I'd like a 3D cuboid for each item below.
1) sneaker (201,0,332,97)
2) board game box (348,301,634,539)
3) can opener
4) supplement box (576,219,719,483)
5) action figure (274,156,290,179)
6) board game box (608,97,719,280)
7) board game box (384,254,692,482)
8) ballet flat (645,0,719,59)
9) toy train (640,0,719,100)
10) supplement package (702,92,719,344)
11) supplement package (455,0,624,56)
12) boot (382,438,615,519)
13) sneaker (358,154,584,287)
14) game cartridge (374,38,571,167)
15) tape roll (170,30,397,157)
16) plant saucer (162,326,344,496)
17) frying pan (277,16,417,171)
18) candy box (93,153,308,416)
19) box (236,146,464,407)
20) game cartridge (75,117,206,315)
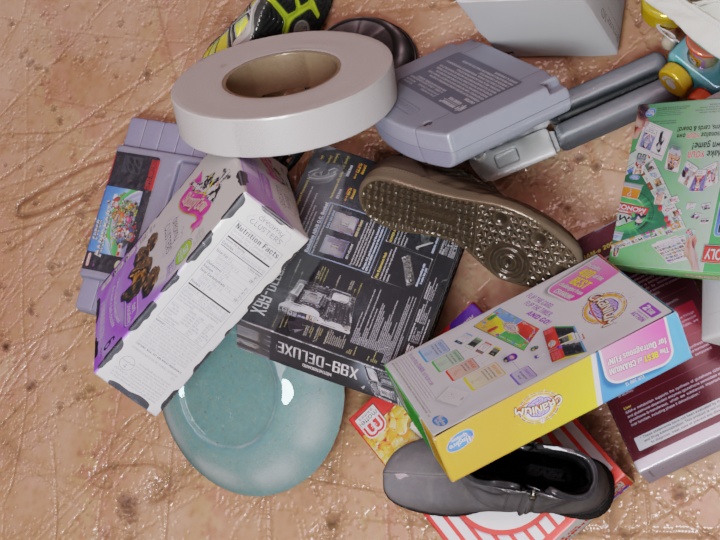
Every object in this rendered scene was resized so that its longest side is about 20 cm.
[{"bbox_3d":[-0.105,-0.228,1.371,0.201,0.075,0.076,-51,42,-10],"label":"sneaker"},{"bbox_3d":[0.108,0.152,1.189,0.151,0.046,0.200,-44,65,4],"label":"board game box"},{"bbox_3d":[0.182,-0.136,1.242,0.198,0.066,0.053,-21,69,8],"label":"can opener"},{"bbox_3d":[0.239,0.058,1.160,0.108,0.061,0.202,-26,67,12],"label":"supplement box"},{"bbox_3d":[-0.073,-0.010,1.298,0.129,0.069,0.202,-22,71,5],"label":"action figure"},{"bbox_3d":[0.268,-0.061,1.060,0.199,0.029,0.137,8,86,63],"label":"board game box"},{"bbox_3d":[0.129,0.068,1.067,0.198,0.153,0.041,-27,111,-4],"label":"board game box"},{"bbox_3d":[0.276,-0.227,1.138,0.200,0.069,0.070,41,91,25],"label":"ballet flat"},{"bbox_3d":[0.314,-0.233,1.203,0.148,0.056,0.203,-9,67,7],"label":"toy train"},{"bbox_3d":[0.346,-0.044,1.085,0.121,0.118,0.203,-26,57,60],"label":"supplement package"},{"bbox_3d":[0.173,-0.307,1.257,0.118,0.121,0.203,3,76,27],"label":"supplement package"},{"bbox_3d":[0.095,0.153,1.095,0.197,0.132,0.071,-4,74,20],"label":"boot"},{"bbox_3d":[0.100,-0.053,1.181,0.198,0.071,0.076,23,38,10],"label":"sneaker"},{"bbox_3d":[0.081,-0.146,1.218,0.132,0.041,0.200,-22,25,-11],"label":"game cartridge"},{"bbox_3d":[-0.067,-0.157,1.229,0.200,0.037,0.204,-8,29,4],"label":"tape roll"},{"bbox_3d":[-0.109,0.104,1.254,0.198,0.039,0.204,2,95,27],"label":"plant saucer"},{"bbox_3d":[-0.033,-0.178,1.328,0.189,0.031,0.115,-34,56,-10],"label":"frying pan"},{"bbox_3d":[-0.140,-0.004,1.200,0.200,0.071,0.168,-49,22,12],"label":"candy box"},{"bbox_3d":[0.000,0.000,1.213,0.156,0.050,0.202,18,58,7],"label":"box"},{"bbox_3d":[-0.198,-0.046,1.373,0.128,0.038,0.203,11,78,19],"label":"game cartridge"}]
